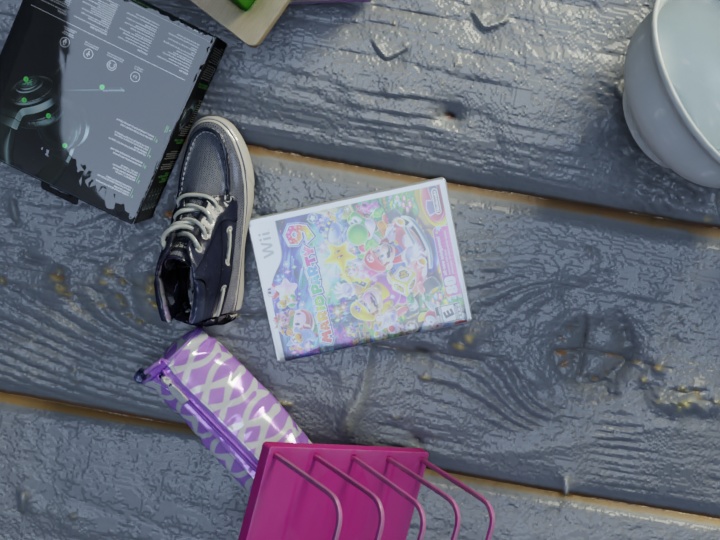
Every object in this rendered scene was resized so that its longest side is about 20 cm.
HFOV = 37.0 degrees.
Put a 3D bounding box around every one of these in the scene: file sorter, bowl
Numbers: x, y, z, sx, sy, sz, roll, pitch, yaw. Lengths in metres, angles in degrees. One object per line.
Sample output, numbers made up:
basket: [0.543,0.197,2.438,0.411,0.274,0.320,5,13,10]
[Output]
file sorter: [0.006,0.248,0.977,0.198,0.125,0.141,10,98,-40]
bowl: [0.304,-0.154,0.979,0.202,0.201,0.090,53,138,-5]

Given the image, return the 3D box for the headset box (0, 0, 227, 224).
headset box: [-0.244,-0.159,0.999,0.172,0.093,0.202,24,96,-3]

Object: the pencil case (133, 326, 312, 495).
pencil case: [-0.121,0.144,1.035,0.084,0.086,0.200,-44,95,11]

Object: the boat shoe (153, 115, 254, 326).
boat shoe: [-0.149,-0.043,1.004,0.074,0.093,0.203,0,96,18]

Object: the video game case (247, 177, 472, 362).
video game case: [0.000,0.000,1.053,0.197,0.018,0.145,-12,96,2]

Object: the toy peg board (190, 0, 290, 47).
toy peg board: [-0.115,-0.333,0.906,0.198,0.098,0.201,37,95,-3]

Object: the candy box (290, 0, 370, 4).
candy box: [-0.073,-0.350,0.989,0.165,0.072,0.203,-1,96,0]
